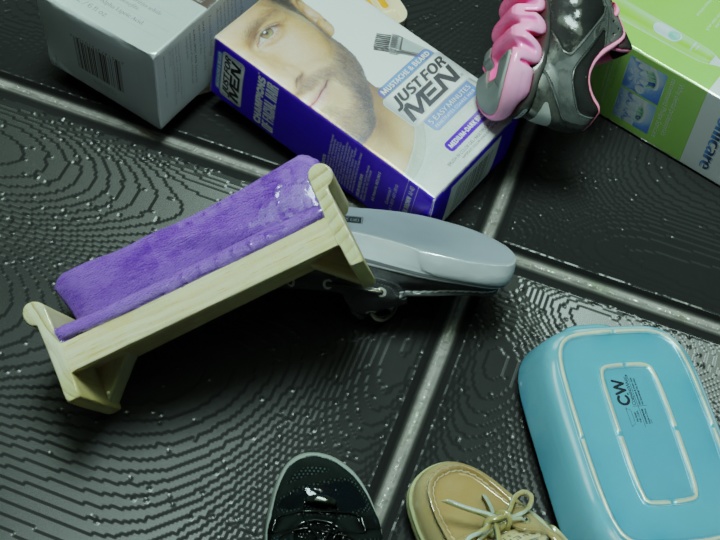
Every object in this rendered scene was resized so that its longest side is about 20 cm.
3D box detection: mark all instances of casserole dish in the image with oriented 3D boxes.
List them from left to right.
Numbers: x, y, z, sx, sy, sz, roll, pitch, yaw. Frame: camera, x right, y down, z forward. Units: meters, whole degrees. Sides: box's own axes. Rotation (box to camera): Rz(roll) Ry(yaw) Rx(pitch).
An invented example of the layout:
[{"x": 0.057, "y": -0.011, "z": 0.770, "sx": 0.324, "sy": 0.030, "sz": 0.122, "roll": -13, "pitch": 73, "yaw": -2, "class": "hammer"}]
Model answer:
[{"x": 0.172, "y": 0.108, "z": 0.801, "sx": 0.120, "sy": 0.039, "sz": 0.201, "roll": -2, "pitch": 53, "yaw": -14, "class": "casserole dish"}]

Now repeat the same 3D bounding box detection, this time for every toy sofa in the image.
[{"x": -0.098, "y": 0.000, "z": 0.783, "sx": 0.199, "sy": 0.083, "sz": 0.098, "roll": -25, "pitch": 78, "yaw": 2, "class": "toy sofa"}]

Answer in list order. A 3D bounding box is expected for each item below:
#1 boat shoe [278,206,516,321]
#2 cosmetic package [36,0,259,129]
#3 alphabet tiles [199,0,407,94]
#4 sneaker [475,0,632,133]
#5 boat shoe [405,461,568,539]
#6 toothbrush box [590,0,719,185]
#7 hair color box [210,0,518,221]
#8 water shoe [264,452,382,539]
[{"x": 0.000, "y": 0.000, "z": 0.854, "sx": 0.199, "sy": 0.067, "sz": 0.070, "roll": 8, "pitch": 22, "yaw": 2, "class": "boat shoe"}, {"x": -0.128, "y": -0.212, "z": 0.960, "sx": 0.113, "sy": 0.081, "sz": 0.200, "roll": 30, "pitch": 60, "yaw": 15, "class": "cosmetic package"}, {"x": -0.069, "y": -0.199, "z": 1.016, "sx": 0.199, "sy": 0.015, "sz": 0.196, "roll": -21, "pitch": 62, "yaw": -18, "class": "alphabet tiles"}, {"x": 0.148, "y": -0.185, "z": 0.909, "sx": 0.095, "sy": 0.079, "sz": 0.201, "roll": 18, "pitch": 76, "yaw": -9, "class": "sneaker"}, {"x": 0.102, "y": 0.180, "z": 0.735, "sx": 0.073, "sy": 0.063, "sz": 0.200, "roll": -32, "pitch": 63, "yaw": -24, "class": "boat shoe"}, {"x": 0.238, "y": -0.180, "z": 0.985, "sx": 0.200, "sy": 0.086, "sz": 0.146, "roll": 33, "pitch": 61, "yaw": 18, "class": "toothbrush box"}, {"x": 0.002, "y": -0.123, "z": 0.929, "sx": 0.200, "sy": 0.065, "sz": 0.109, "roll": 36, "pitch": 60, "yaw": 14, "class": "hair color box"}, {"x": -0.017, "y": 0.182, "z": 0.713, "sx": 0.071, "sy": 0.079, "sz": 0.201, "roll": 0, "pitch": 55, "yaw": -5, "class": "water shoe"}]
